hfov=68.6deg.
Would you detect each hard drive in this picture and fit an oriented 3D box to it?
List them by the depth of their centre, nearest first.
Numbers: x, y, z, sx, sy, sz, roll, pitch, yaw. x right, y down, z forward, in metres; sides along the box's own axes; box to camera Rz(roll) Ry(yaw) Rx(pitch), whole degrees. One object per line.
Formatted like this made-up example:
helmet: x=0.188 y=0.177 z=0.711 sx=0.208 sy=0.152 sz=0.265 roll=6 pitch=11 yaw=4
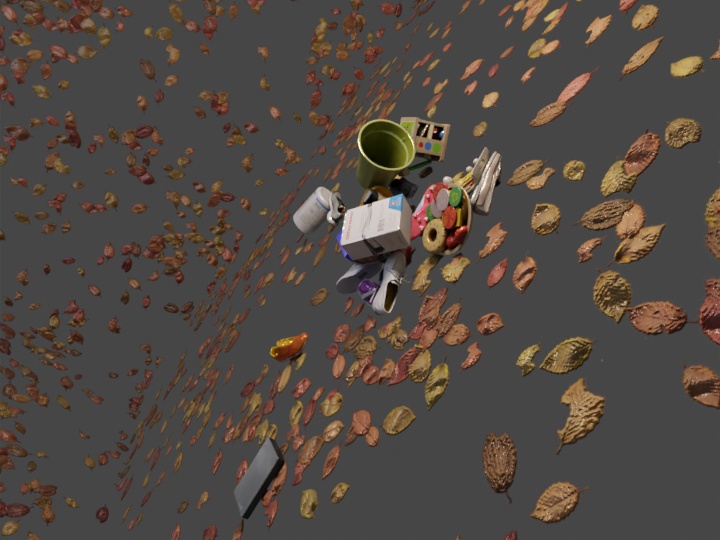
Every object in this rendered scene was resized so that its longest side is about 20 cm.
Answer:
hard drive: x=-0.313 y=0.634 z=1.623 sx=0.202 sy=0.033 sz=0.139 roll=-58 pitch=24 yaw=-5

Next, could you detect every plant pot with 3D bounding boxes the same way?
plant pot: x=0.065 y=-0.371 z=1.796 sx=0.185 sy=0.197 sz=0.203 roll=120 pitch=173 yaw=-61

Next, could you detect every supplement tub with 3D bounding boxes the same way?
supplement tub: x=-0.211 y=-0.282 z=2.495 sx=0.200 sy=0.131 sz=0.133 roll=-42 pitch=27 yaw=27

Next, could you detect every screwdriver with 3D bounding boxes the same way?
screwdriver: x=0.058 y=0.038 z=1.631 sx=0.201 sy=0.027 sz=0.030 roll=-57 pitch=-24 yaw=-58

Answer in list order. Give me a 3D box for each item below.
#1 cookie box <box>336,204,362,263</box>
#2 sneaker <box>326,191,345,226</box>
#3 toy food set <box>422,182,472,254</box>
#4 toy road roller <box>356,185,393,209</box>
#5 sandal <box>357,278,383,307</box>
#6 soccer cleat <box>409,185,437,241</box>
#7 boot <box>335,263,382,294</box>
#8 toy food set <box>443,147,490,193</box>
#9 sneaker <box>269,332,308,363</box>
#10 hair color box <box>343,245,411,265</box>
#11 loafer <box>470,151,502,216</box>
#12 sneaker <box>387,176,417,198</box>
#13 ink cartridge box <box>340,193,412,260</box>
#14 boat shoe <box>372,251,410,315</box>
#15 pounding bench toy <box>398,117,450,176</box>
cookie box: x=0.000 y=-0.136 z=1.972 sx=0.172 sy=0.075 sz=0.201 roll=-50 pitch=24 yaw=12
sneaker: x=-0.100 y=-0.286 z=2.377 sx=0.079 sy=0.074 sz=0.203 roll=-29 pitch=40 yaw=28
toy food set: x=0.240 y=-0.145 z=1.467 sx=0.199 sy=0.048 sz=0.203 roll=-176 pitch=89 yaw=-64
toy road roller: x=0.038 y=-0.190 z=1.786 sx=0.202 sy=0.121 sz=0.147 roll=-57 pitch=18 yaw=20
sandal: x=0.029 y=0.066 z=1.688 sx=0.083 sy=0.049 sz=0.202 roll=-58 pitch=24 yaw=-7
soccer cleat: x=0.198 y=-0.179 z=1.689 sx=0.202 sy=0.066 sz=0.076 roll=-59 pitch=-8 yaw=4
boot: x=0.000 y=0.000 z=1.821 sx=0.198 sy=0.074 sz=0.096 roll=-32 pitch=25 yaw=26
toy food set: x=0.288 y=-0.262 z=1.549 sx=0.200 sy=0.060 sz=0.144 roll=-41 pitch=12 yaw=49
sneaker: x=-0.264 y=0.281 z=1.935 sx=0.199 sy=0.077 sz=0.074 roll=-36 pitch=28 yaw=34
hair color box: x=0.052 y=-0.074 z=1.687 sx=0.197 sy=0.102 sz=0.062 roll=-4 pitch=52 yaw=36
loafer: x=0.357 y=-0.236 z=1.465 sx=0.202 sy=0.062 sz=0.072 roll=-61 pitch=-8 yaw=-20
sneaker: x=0.127 y=-0.306 z=1.937 sx=0.199 sy=0.087 sz=0.075 roll=-5 pitch=53 yaw=60
ink cartridge box: x=0.050 y=-0.129 z=1.595 sx=0.196 sy=0.085 sz=0.147 roll=-13 pitch=48 yaw=26
boat shoe: x=0.101 y=0.035 z=1.563 sx=0.086 sy=0.074 sz=0.205 roll=-7 pitch=55 yaw=60
pounding bench toy: x=0.217 y=-0.420 z=1.859 sx=0.124 sy=0.153 sz=0.205 roll=-145 pitch=63 yaw=-65
